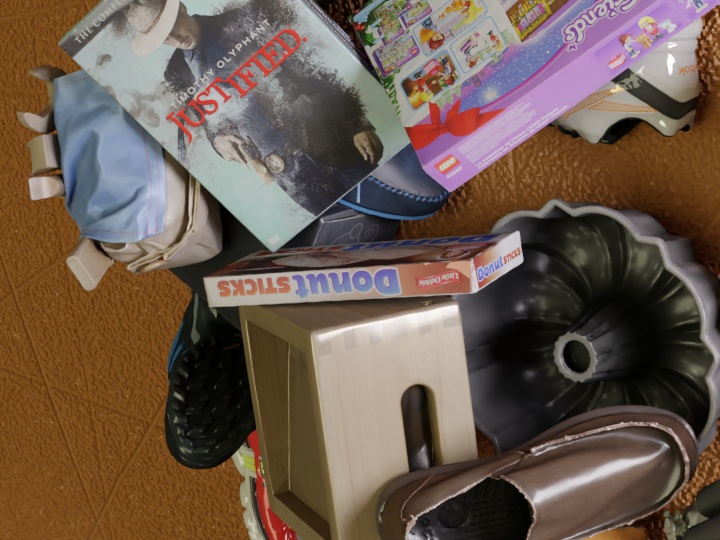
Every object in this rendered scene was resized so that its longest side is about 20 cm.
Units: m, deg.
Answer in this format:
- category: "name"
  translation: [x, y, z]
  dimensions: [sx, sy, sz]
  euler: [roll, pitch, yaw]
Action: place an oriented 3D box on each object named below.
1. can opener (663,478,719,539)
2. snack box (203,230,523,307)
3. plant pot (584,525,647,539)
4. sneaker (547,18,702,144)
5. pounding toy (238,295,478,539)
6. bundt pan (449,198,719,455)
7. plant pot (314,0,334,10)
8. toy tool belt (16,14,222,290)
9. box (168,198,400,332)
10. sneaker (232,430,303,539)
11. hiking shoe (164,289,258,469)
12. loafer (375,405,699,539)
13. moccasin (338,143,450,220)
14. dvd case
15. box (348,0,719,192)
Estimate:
- category: "can opener"
  translation: [0.229, 0.157, 1.053]
  dimensions: [0.066, 0.053, 0.200]
  euler: [19, 161, 2]
- category: "snack box"
  translation: [0.000, 0.000, 1.115]
  dimensions: [0.200, 0.072, 0.024]
  euler: [-4, 103, 31]
- category: "plant pot"
  translation: [0.131, 0.263, 1.135]
  dimensions: [0.200, 0.200, 0.183]
  euler: [-12, 78, 41]
- category: "sneaker"
  translation: [0.125, -0.115, 1.101]
  dimensions: [0.200, 0.074, 0.080]
  euler: [0, 104, 40]
- category: "pounding toy"
  translation: [0.016, 0.108, 1.156]
  dimensions: [0.184, 0.142, 0.200]
  euler: [-158, 59, -68]
- category: "bundt pan"
  translation: [0.158, 0.047, 1.114]
  dimensions: [0.202, 0.076, 0.202]
  euler: [13, 110, 38]
- category: "plant pot"
  translation: [-0.062, -0.242, 1.171]
  dimensions: [0.187, 0.187, 0.200]
  euler: [51, 141, 17]
- category: "toy tool belt"
  translation: [-0.172, -0.091, 1.183]
  dimensions: [0.125, 0.123, 0.200]
  euler: [-14, 89, 38]
- category: "box"
  translation: [-0.083, -0.051, 1.269]
  dimensions: [0.200, 0.106, 0.122]
  euler: [37, 123, 26]
- category: "sneaker"
  translation: [-0.047, 0.150, 1.318]
  dimensions: [0.085, 0.077, 0.200]
  euler: [-23, 87, 36]
- category: "hiking shoe"
  translation: [-0.106, 0.084, 1.260]
  dimensions: [0.074, 0.200, 0.087]
  euler: [19, 125, -8]
- category: "loafer"
  translation: [0.109, 0.140, 1.029]
  dimensions: [0.200, 0.071, 0.073]
  euler: [-19, 100, 2]
- category: "moccasin"
  translation: [-0.022, -0.099, 1.171]
  dimensions: [0.200, 0.081, 0.068]
  euler: [26, 142, -12]
- category: "dvd case"
  translation: [-0.075, -0.121, 1.114]
  dimensions: [0.146, 0.022, 0.200]
  euler: [-37, 107, 25]
- category: "box"
  translation: [0.101, -0.159, 1.052]
  dimensions: [0.200, 0.039, 0.137]
  euler: [-35, 54, 16]
